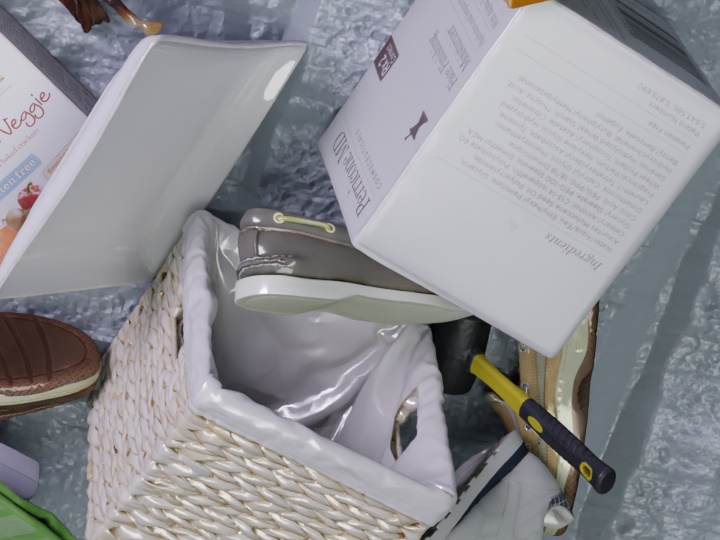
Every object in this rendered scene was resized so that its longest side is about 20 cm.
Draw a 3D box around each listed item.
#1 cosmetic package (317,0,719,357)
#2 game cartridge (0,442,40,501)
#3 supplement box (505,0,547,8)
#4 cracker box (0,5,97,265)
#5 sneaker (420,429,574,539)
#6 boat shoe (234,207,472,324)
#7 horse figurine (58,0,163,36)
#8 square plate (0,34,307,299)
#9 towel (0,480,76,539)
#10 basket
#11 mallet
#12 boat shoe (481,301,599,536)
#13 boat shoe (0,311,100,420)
[{"bbox_3d":[0.101,-0.089,1.655,0.164,0.165,0.200,30,107,-21],"label":"cosmetic package"},{"bbox_3d":[-0.322,0.129,1.718,0.199,0.041,0.133,20,143,-26],"label":"game cartridge"},{"bbox_3d":[0.122,-0.267,1.547,0.125,0.201,0.074,-14,149,-4],"label":"supplement box"},{"bbox_3d":[-0.262,-0.103,1.645,0.134,0.058,0.200,-41,116,10],"label":"cracker box"},{"bbox_3d":[0.073,0.190,1.727,0.081,0.200,0.076,51,141,-5],"label":"sneaker"},{"bbox_3d":[0.002,-0.001,1.676,0.201,0.072,0.061,7,74,-42],"label":"boat shoe"},{"bbox_3d":[-0.142,-0.234,1.600,0.132,0.050,0.200,37,112,-11],"label":"horse figurine"},{"bbox_3d":[-0.135,-0.071,1.636,0.028,0.200,0.199,41,109,18],"label":"square plate"},{"bbox_3d":[-0.309,0.167,1.726,0.199,0.031,0.149,-12,149,22],"label":"towel"},{"bbox_3d":[-0.062,0.105,1.704,0.199,0.199,0.161,25,120,-22],"label":"basket"},{"bbox_3d":[0.109,0.080,1.732,0.041,0.200,0.066,-5,114,-34],"label":"mallet"},{"bbox_3d":[0.123,0.090,1.813,0.076,0.072,0.201,5,110,4],"label":"boat shoe"},{"bbox_3d":[-0.274,0.077,1.735,0.201,0.075,0.075,-1,136,-3],"label":"boat shoe"}]
